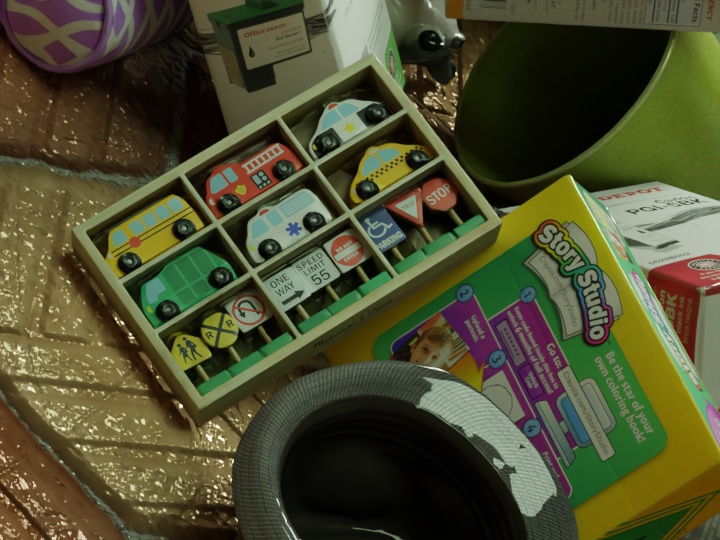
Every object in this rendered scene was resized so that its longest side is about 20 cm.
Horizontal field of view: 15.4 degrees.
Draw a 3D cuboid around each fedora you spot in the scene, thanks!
[{"bbox_3d":[0.006,0.141,1.336,0.177,0.090,0.200,46,38,9],"label":"fedora"}]

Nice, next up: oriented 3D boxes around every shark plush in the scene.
[{"bbox_3d":[0.017,-0.161,1.754,0.091,0.083,0.200,59,15,6],"label":"shark plush"}]

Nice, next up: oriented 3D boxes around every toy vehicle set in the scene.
[{"bbox_3d":[-0.039,-0.018,1.430,0.200,0.027,0.124,-32,72,-19],"label":"toy vehicle set"}]

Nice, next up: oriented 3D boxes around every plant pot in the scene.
[{"bbox_3d":[0.198,-0.080,1.801,0.200,0.187,0.187,39,27,-32],"label":"plant pot"}]

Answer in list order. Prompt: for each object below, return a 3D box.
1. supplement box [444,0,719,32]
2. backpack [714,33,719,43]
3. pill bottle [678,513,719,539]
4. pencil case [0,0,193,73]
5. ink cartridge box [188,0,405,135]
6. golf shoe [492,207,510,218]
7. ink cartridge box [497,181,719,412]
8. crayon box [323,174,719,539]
[{"bbox_3d":[0.156,-0.221,1.697,0.200,0.074,0.126,3,46,1],"label":"supplement box"},{"bbox_3d":[0.297,-0.139,1.983,0.200,0.178,0.151,44,24,9],"label":"backpack"},{"bbox_3d":[0.182,0.143,1.529,0.200,0.114,0.114,20,36,-34],"label":"pill bottle"},{"bbox_3d":[-0.142,-0.174,1.585,0.200,0.085,0.084,-32,120,-61],"label":"pencil case"},{"bbox_3d":[-0.041,-0.159,1.574,0.146,0.084,0.200,-75,153,-58],"label":"ink cartridge box"},{"bbox_3d":[0.000,0.000,1.529,0.200,0.092,0.073,12,19,-8],"label":"golf shoe"},{"bbox_3d":[0.189,0.013,1.606,0.147,0.083,0.200,-11,20,-35],"label":"ink cartridge box"},{"bbox_3d":[0.093,0.076,1.437,0.058,0.172,0.200,39,21,-54],"label":"crayon box"}]
